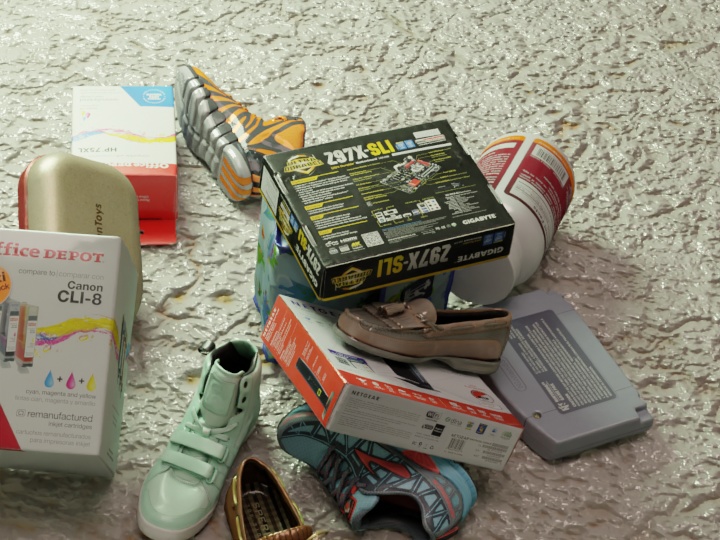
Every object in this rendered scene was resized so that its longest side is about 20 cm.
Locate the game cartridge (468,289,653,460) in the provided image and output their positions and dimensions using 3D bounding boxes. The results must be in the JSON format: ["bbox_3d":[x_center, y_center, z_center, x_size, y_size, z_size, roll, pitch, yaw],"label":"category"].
[{"bbox_3d":[0.186,0.103,1.816,0.132,0.042,0.200,-17,46,-18],"label":"game cartridge"}]

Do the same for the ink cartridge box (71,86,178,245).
[{"bbox_3d":[-0.258,-0.116,1.983,0.115,0.068,0.201,-1,43,-8],"label":"ink cartridge box"}]

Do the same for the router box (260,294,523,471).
[{"bbox_3d":[0.027,0.104,1.691,0.199,0.049,0.180,16,18,-30],"label":"router box"}]

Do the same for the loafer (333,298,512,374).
[{"bbox_3d":[0.061,0.050,1.708,0.199,0.063,0.072,12,19,-40],"label":"loafer"}]

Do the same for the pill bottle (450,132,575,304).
[{"bbox_3d":[0.150,-0.053,1.915,0.112,0.114,0.200,18,37,13],"label":"pill bottle"}]

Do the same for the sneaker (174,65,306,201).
[{"bbox_3d":[-0.131,-0.160,2.053,0.111,0.078,0.201,-15,56,-27],"label":"sneaker"}]

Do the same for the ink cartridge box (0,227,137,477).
[{"bbox_3d":[-0.288,0.074,1.648,0.144,0.145,0.202,4,76,0],"label":"ink cartridge box"}]

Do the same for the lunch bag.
[{"bbox_3d":[0.000,0.000,1.807,0.198,0.171,0.128,-3,47,-13],"label":"lunch bag"}]

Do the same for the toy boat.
[{"bbox_3d":[-0.300,-0.010,1.828,0.130,0.130,0.201,16,58,-39],"label":"toy boat"}]

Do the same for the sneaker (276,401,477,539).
[{"bbox_3d":[0.004,0.188,1.667,0.199,0.080,0.096,21,46,17],"label":"sneaker"}]

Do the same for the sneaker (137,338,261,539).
[{"bbox_3d":[-0.149,0.148,1.664,0.073,0.119,0.201,18,44,11],"label":"sneaker"}]

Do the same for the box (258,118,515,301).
[{"bbox_3d":[0.025,-0.060,1.717,0.199,0.050,0.160,-13,47,-21],"label":"box"}]

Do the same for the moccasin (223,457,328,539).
[{"bbox_3d":[-0.067,0.248,1.591,0.073,0.078,0.202,-7,43,-14],"label":"moccasin"}]
